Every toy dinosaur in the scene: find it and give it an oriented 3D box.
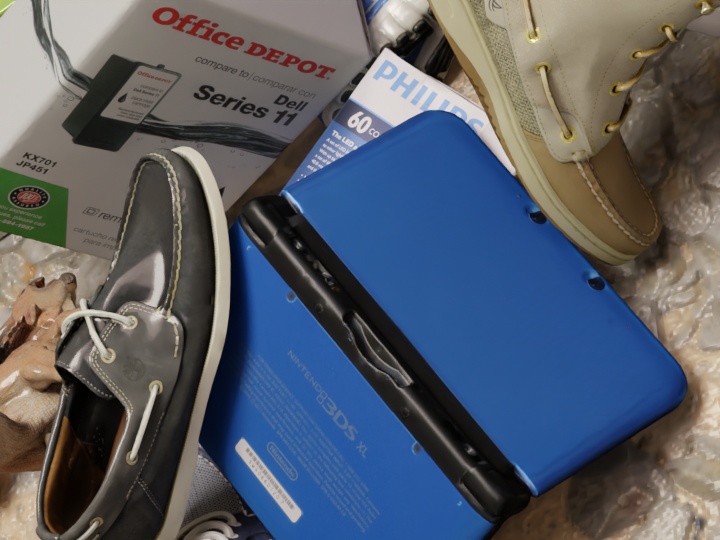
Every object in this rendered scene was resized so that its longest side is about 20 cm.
[{"bbox_3d":[-0.168,0.066,1.471,0.135,0.086,0.200,-15,12,29],"label":"toy dinosaur"}]

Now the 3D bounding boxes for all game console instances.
[{"bbox_3d":[0.024,0.051,1.371,0.200,0.118,0.171,50,122,22],"label":"game console"}]

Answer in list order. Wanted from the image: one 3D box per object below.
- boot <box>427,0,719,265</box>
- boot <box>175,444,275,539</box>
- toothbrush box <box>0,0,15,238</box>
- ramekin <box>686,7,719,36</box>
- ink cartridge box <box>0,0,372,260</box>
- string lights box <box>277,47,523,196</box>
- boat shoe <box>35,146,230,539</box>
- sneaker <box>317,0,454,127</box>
[{"bbox_3d":[0.133,-0.107,1.337,0.154,0.200,0.072,-23,22,23],"label":"boot"},{"bbox_3d":[-0.066,0.144,1.391,0.073,0.090,0.200,-41,50,7],"label":"boot"},{"bbox_3d":[-0.217,-0.102,1.593,0.200,0.146,0.086,-32,52,13],"label":"toothbrush box"},{"bbox_3d":[0.194,-0.216,1.355,0.200,0.201,0.098,-20,38,23],"label":"ramekin"},{"bbox_3d":[-0.110,-0.100,1.480,0.200,0.146,0.083,-45,45,35],"label":"ink cartridge box"},{"bbox_3d":[0.000,0.000,1.434,0.103,0.059,0.200,35,86,25],"label":"string lights box"},{"bbox_3d":[-0.109,0.038,1.353,0.072,0.068,0.200,14,94,51],"label":"boat shoe"},{"bbox_3d":[0.032,-0.165,1.509,0.200,0.079,0.089,-48,52,1],"label":"sneaker"}]
